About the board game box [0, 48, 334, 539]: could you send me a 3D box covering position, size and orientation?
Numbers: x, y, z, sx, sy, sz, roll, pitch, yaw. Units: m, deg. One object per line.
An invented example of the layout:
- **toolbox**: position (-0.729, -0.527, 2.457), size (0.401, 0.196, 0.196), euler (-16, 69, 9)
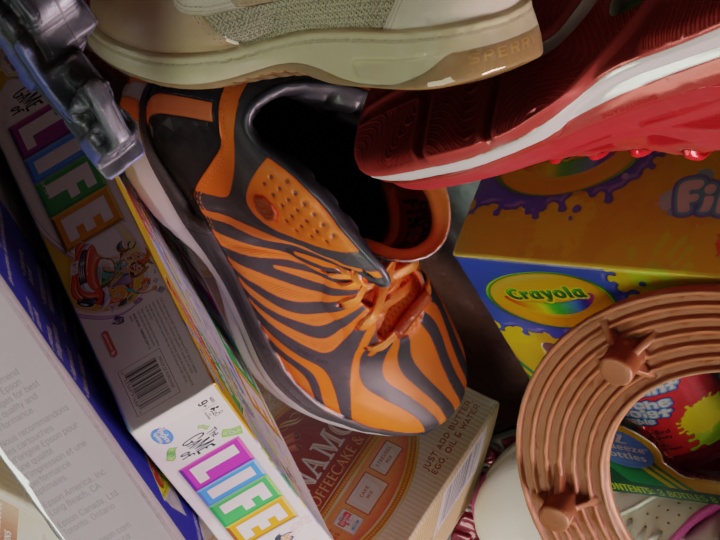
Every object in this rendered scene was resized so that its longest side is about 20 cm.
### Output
- **board game box**: position (-0.081, 0.007, 1.008), size (0.034, 0.201, 0.135), euler (-29, 145, 1)

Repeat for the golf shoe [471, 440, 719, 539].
- **golf shoe**: position (0.122, 0.099, 1.102), size (0.199, 0.092, 0.076), euler (-12, 116, 35)

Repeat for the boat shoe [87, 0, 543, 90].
- **boat shoe**: position (-0.022, -0.097, 0.873), size (0.199, 0.072, 0.065), euler (9, 115, 50)

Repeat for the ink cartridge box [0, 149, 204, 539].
- **ink cartridge box**: position (-0.127, 0.007, 0.970), size (0.201, 0.047, 0.198), euler (57, -176, -24)

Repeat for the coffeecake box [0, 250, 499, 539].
- **coffeecake box**: position (-0.066, 0.082, 1.134), size (0.199, 0.154, 0.073), euler (26, 141, 12)

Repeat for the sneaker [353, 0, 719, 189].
- **sneaker**: position (0.100, -0.047, 0.877), size (0.199, 0.079, 0.115), euler (-17, 135, 40)

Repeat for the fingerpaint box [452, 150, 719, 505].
- **fingerpaint box**: position (0.157, 0.021, 0.980), size (0.199, 0.074, 0.167), euler (5, 148, 30)

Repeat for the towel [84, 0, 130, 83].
- **towel**: position (-0.033, -0.094, 0.974), size (0.144, 0.023, 0.200), euler (34, 151, -19)

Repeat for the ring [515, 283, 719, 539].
- **ring**: position (0.145, 0.089, 0.951), size (0.199, 0.019, 0.201), euler (17, 134, 19)

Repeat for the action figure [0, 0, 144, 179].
- **action figure**: position (-0.096, -0.139, 0.856), size (0.201, 0.104, 0.193), euler (55, 151, -8)

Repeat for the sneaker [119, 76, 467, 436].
- **sneaker**: position (0.000, 0.000, 0.993), size (0.112, 0.078, 0.200), euler (8, 150, 47)

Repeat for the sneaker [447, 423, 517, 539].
- **sneaker**: position (0.053, 0.123, 1.252), size (0.080, 0.075, 0.200), euler (35, 137, -1)
